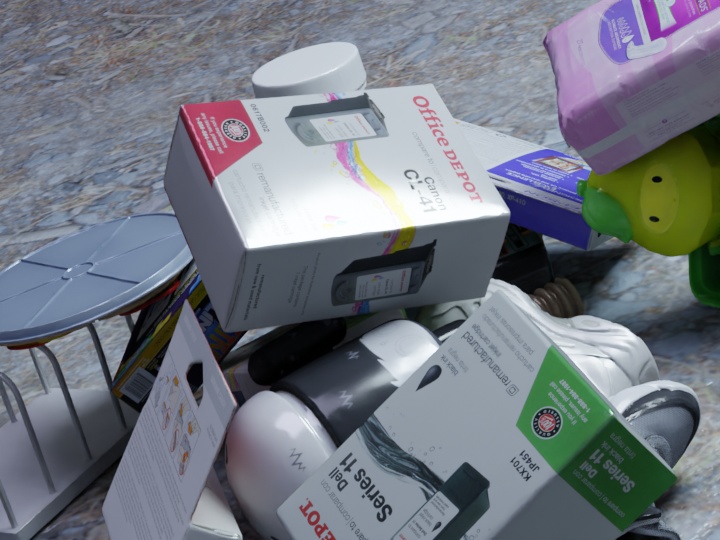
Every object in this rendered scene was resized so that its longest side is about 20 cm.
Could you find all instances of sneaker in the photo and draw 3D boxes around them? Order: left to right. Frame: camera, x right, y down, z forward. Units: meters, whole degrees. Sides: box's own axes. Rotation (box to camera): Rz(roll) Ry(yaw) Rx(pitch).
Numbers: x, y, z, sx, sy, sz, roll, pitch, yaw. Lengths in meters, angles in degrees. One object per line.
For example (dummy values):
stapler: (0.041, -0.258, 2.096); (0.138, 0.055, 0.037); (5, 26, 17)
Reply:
sneaker: (0.108, 0.070, 1.451); (0.199, 0.078, 0.099); (13, 45, 37)
sneaker: (0.170, 0.146, 1.256); (0.200, 0.076, 0.113); (-37, 30, -27)

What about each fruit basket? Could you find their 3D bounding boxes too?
fruit basket: (0.272, -0.062, 1.484); (0.215, 0.217, 0.155); (-29, 26, -28)

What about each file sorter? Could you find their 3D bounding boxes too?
file sorter: (-0.272, 0.105, 1.589); (0.138, 0.125, 0.200); (1, 28, 35)

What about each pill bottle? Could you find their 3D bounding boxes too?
pill bottle: (-0.023, -0.087, 1.749); (0.113, 0.201, 0.114); (-14, 22, 6)

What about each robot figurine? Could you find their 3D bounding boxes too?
robot figurine: (0.004, 0.111, 1.362); (0.199, 0.126, 0.150); (-28, 32, -22)

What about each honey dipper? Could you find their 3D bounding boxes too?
honey dipper: (0.081, 0.064, 1.549); (0.199, 0.038, 0.038); (-27, 25, -18)

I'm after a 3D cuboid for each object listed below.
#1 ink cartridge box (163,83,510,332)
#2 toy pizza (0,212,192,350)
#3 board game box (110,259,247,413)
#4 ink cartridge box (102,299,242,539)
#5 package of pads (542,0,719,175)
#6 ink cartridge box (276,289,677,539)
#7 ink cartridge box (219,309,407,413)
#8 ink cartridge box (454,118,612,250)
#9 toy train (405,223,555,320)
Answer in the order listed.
ink cartridge box: (-0.019, -0.047, 1.391); (0.198, 0.086, 0.148); (-9, 49, -23)
toy pizza: (-0.211, 0.013, 1.553); (0.199, 0.032, 0.200); (-18, 21, 7)
board game box: (-0.102, -0.001, 1.546); (0.200, 0.057, 0.166); (-48, 14, 30)
ink cartridge box: (-0.116, 0.135, 1.365); (0.043, 0.175, 0.200); (19, 13, -20)
package of pads: (0.230, -0.162, 1.442); (0.199, 0.076, 0.121); (-28, 38, 20)
ink cartridge box: (0.064, 0.135, 1.201); (0.200, 0.083, 0.147); (-45, 41, 4)
ink cartridge box: (-0.042, 0.080, 1.517); (0.117, 0.068, 0.200); (-27, 6, -21)
ink cartridge box: (0.114, -0.071, 1.615); (0.197, 0.044, 0.200); (20, 15, 21)
toy train: (0.065, 0.009, 1.634); (0.199, 0.086, 0.114); (-21, 33, -8)
